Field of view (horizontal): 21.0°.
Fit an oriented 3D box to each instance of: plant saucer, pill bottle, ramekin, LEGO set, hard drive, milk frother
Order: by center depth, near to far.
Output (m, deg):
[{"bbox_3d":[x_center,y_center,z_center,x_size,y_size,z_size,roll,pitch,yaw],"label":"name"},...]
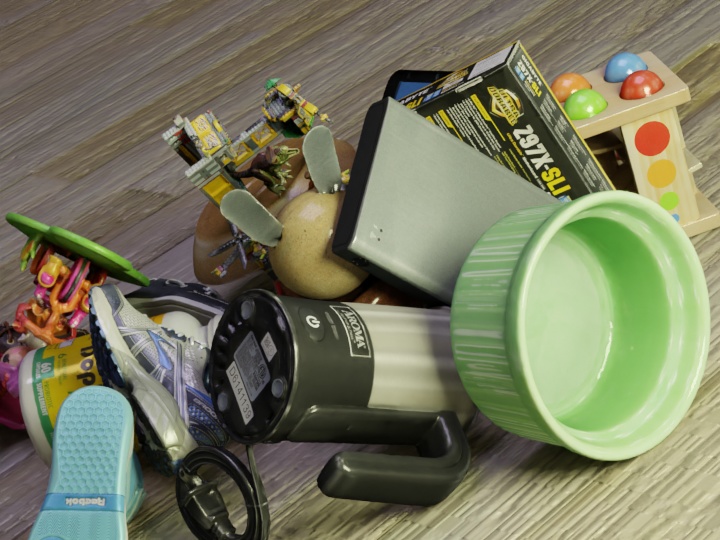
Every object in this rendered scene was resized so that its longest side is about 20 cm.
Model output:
[{"bbox_3d":[0.163,0.041,1.473,0.200,0.200,0.098,-34,20,-32],"label":"ramekin"},{"bbox_3d":[-0.029,0.124,1.522,0.188,0.181,0.200,7,-28,-36],"label":"milk frother"},{"bbox_3d":[0.076,-0.035,1.595,0.033,0.200,0.140,-18,51,50],"label":"hard drive"},{"bbox_3d":[-0.187,0.100,1.699,0.199,0.113,0.113,-15,24,8],"label":"pill bottle"},{"bbox_3d":[-0.087,-0.092,1.757,0.154,0.116,0.200,-29,58,9],"label":"LEGO set"},{"bbox_3d":[-0.093,-0.069,1.883,0.200,0.035,0.200,-32,24,17],"label":"plant saucer"}]

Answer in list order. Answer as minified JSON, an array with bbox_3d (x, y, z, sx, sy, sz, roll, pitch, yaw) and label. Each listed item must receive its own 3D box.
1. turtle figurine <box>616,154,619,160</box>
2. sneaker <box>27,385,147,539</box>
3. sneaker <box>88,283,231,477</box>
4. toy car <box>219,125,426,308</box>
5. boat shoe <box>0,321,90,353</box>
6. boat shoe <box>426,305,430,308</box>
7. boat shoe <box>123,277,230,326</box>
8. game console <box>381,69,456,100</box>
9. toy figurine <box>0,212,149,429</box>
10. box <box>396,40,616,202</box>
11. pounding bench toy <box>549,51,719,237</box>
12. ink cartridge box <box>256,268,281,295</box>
[{"bbox_3d":[0.171,-0.120,1.968,0.161,0.065,0.200,-31,26,-26],"label":"turtle figurine"},{"bbox_3d":[-0.214,0.206,1.549,0.079,0.131,0.201,8,64,4],"label":"sneaker"},{"bbox_3d":[-0.163,0.083,1.605,0.085,0.077,0.200,-19,53,-21],"label":"sneaker"},{"bbox_3d":[-0.035,-0.024,1.613,0.164,0.200,0.158,-40,40,-7],"label":"toy car"},{"bbox_3d":[-0.357,0.087,1.911,0.199,0.071,0.070,-14,23,8],"label":"boat shoe"},{"bbox_3d":[0.137,0.018,1.695,0.202,0.075,0.075,-3,62,18],"label":"boat shoe"},{"bbox_3d":[-0.165,0.039,1.863,0.200,0.076,0.060,8,41,45],"label":"boat shoe"},{"bbox_3d":[0.016,-0.120,1.878,0.172,0.119,0.200,-15,12,-26],"label":"game console"},{"bbox_3d":[-0.296,0.060,1.804,0.184,0.150,0.200,-65,16,-8],"label":"toy figurine"},{"bbox_3d":[0.124,-0.082,1.712,0.159,0.200,0.049,-25,20,33],"label":"box"},{"bbox_3d":[0.204,-0.098,1.782,0.199,0.156,0.124,-20,24,-1],"label":"pounding bench toy"},{"bbox_3d":[0.000,0.000,1.831,0.200,0.067,0.116,0,27,37],"label":"ink cartridge box"}]
